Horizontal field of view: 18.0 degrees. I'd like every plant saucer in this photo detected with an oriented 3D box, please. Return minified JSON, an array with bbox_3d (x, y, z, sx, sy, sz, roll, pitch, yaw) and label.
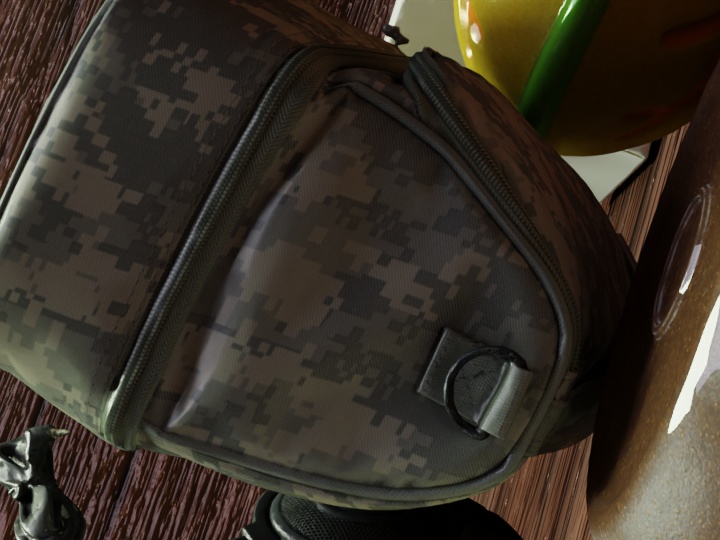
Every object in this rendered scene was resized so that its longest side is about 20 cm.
[{"bbox_3d":[0.096,0.003,0.576,0.200,0.037,0.200,-161,90,-90],"label":"plant saucer"}]

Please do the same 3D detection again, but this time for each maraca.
[{"bbox_3d":[0.088,-0.098,0.806,0.137,0.107,0.200,-58,-6,-5],"label":"maraca"}]

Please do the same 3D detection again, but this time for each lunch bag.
[{"bbox_3d":[0.000,0.000,0.686,0.139,0.168,0.200,-60,-11,7],"label":"lunch bag"}]

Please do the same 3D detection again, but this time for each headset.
[{"bbox_3d":[-0.026,0.109,0.722,0.124,0.200,0.094,-57,33,8],"label":"headset"}]

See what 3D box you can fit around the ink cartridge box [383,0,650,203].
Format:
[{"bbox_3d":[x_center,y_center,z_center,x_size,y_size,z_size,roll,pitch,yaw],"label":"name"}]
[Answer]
[{"bbox_3d":[0.083,-0.125,1.036,0.129,0.125,0.200,112,176,-81],"label":"ink cartridge box"}]
